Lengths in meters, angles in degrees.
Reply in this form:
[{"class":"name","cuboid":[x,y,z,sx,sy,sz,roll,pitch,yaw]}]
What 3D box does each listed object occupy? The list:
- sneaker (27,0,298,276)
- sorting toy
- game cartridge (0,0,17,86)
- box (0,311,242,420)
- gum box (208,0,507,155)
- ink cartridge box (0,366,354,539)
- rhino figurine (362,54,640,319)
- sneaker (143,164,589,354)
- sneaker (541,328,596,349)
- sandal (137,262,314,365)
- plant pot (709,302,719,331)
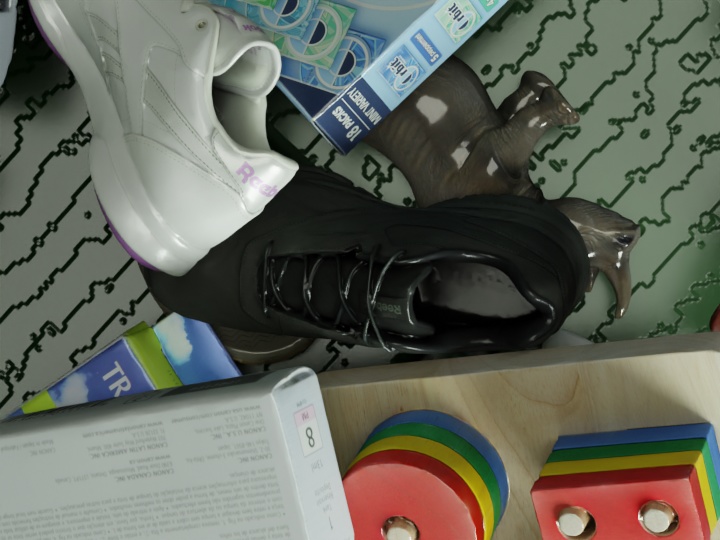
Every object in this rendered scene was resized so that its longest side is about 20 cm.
[{"class":"sneaker","cuboid":[-0.084,-0.100,1.049,0.099,0.075,0.201,-31,68,21]},{"class":"sorting toy","cuboid":[0.081,0.140,1.036,0.197,0.070,0.201,-7,112,24]},{"class":"game cartridge","cuboid":[-0.194,-0.183,1.083,0.041,0.133,0.202,4,95,-34]},{"class":"box","cuboid":[-0.130,0.117,1.103,0.199,0.048,0.122,-34,89,13]},{"class":"gum box","cuboid":[0.009,-0.180,1.077,0.200,0.045,0.170,-43,61,3]},{"class":"ink cartridge box","cuboid":[-0.075,0.152,1.030,0.161,0.057,0.202,-11,98,27]},{"class":"rhino figurine","cuboid":[0.058,-0.056,1.105,0.087,0.060,0.200,-39,91,7]},{"class":"sneaker","cuboid":[0.000,0.000,1.047,0.198,0.091,0.077,0,107,8]},{"class":"sneaker","cuboid":[0.137,0.121,1.096,0.200,0.071,0.099,44,87,-3]},{"class":"sandal","cuboid":[-0.078,-0.050,1.112,0.081,0.055,0.202,-18,89,2]},{"class":"plant pot","cuboid":[0.271,0.027,1.040,0.195,0.201,0.201,39,92,9]}]
